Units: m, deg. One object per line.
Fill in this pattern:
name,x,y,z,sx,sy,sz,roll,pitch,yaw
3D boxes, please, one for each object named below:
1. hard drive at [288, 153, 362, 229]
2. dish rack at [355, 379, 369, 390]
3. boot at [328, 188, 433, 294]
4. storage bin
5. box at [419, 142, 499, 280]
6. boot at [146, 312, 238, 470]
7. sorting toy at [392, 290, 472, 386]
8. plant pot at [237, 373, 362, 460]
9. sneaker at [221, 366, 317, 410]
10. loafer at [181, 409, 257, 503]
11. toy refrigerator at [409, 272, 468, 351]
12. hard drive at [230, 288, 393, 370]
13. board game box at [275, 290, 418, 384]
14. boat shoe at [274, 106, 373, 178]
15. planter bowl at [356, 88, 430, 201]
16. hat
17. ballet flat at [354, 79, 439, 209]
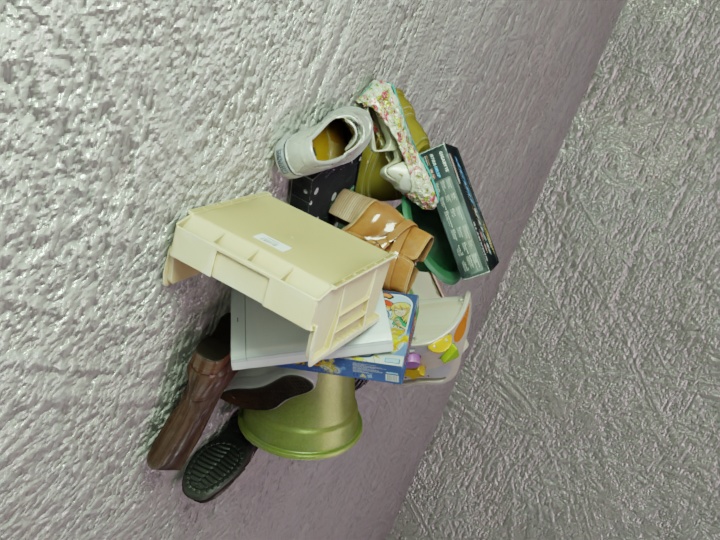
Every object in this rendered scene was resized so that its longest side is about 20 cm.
hard drive,-0.056,-0.090,1.169,0.140,0.037,0.202,-47,156,-41
dish rack,-0.012,0.113,1.433,0.154,0.054,0.201,-49,137,-16
boot,0.000,0.000,1.140,0.202,0.153,0.074,-63,163,5
storage bin,-0.089,0.002,0.931,0.198,0.198,0.095,-27,140,-61
box,0.155,-0.092,1.259,0.045,0.203,0.159,-20,180,16
boot,-0.203,0.165,1.096,0.186,0.064,0.202,-29,146,-63
sorting toy,0.086,0.130,1.299,0.181,0.196,0.108,73,15,-52
plant pot,-0.083,0.153,1.244,0.200,0.198,0.187,-34,137,-57
sneaker,-0.124,0.141,1.148,0.073,0.198,0.086,37,49,-33
loafer,-0.201,0.293,1.264,0.200,0.072,0.072,-44,154,-46
toy refrigerator,0.107,0.070,1.354,0.076,0.069,0.202,-43,123,-26
hard drive,-0.065,0.061,1.032,0.133,0.196,0.027,-101,-173,-51
board game box,-0.030,0.076,1.063,0.136,0.196,0.035,-72,165,-49
boat shoe,-0.027,-0.170,1.042,0.199,0.069,0.072,-32,108,-52
planter bowl,0.055,-0.175,1.284,0.201,0.083,0.202,-52,161,-27
hat,0.040,-0.031,1.275,0.199,0.174,0.168,36,39,-43
ballet flat,0.046,-0.171,1.163,0.063,0.202,0.075,-28,-171,-22
